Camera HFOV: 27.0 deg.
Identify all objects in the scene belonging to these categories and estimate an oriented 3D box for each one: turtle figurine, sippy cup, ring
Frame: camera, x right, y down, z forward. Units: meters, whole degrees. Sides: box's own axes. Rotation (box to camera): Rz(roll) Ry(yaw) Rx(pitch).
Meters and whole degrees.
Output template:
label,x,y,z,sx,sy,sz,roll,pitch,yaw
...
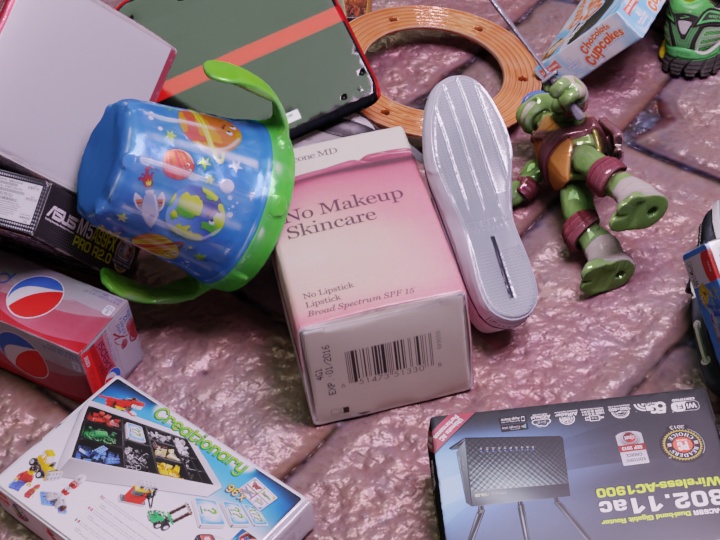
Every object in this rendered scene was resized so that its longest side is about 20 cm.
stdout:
label,x,y,z,sx,sy,sz,roll,pitch,yaw
turtle figurine,0.141,-0.082,1.196,0.144,0.200,0.194,-43,50,12
sippy cup,-0.138,-0.065,1.126,0.139,0.130,0.179,-5,71,59
ring,0.066,-0.179,1.371,0.199,0.019,0.201,4,45,-4

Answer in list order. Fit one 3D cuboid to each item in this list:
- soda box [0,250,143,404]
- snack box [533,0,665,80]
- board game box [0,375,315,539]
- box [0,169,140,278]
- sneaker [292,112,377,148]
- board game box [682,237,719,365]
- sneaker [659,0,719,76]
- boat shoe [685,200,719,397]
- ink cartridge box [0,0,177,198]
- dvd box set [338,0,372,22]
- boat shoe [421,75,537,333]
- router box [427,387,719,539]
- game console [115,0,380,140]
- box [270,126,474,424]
label,x,y,z,sx,sy,sz,roll,pitch,yaw
soda box,-0.271,0.035,1.179,0.199,0.070,0.063,19,51,25
snack box,0.244,-0.254,1.382,0.037,0.116,0.200,43,51,-11
board game box,-0.147,0.164,1.053,0.200,0.035,0.126,28,55,31
box,-0.299,-0.049,1.209,0.199,0.160,0.044,14,81,22
sneaker,-0.082,-0.104,1.312,0.199,0.074,0.080,1,71,4
board game box,0.344,0.049,1.008,0.199,0.056,0.197,-16,84,-8
sneaker,0.339,-0.267,1.398,0.078,0.085,0.200,15,47,21
boat shoe,0.272,0.018,1.124,0.060,0.076,0.200,-37,19,24
ink cartridge box,-0.276,-0.143,1.219,0.200,0.144,0.146,5,71,55
dvd box set,-0.057,-0.302,1.529,0.146,0.029,0.200,-1,44,7
boat shoe,0.080,-0.047,1.157,0.073,0.067,0.201,-3,75,-22
router box,0.149,0.162,0.994,0.199,0.062,0.150,-7,45,1
game console,-0.105,-0.183,1.289,0.199,0.031,0.177,-24,79,-3
box,0.000,0.000,1.149,0.127,0.109,0.200,-13,44,-5
